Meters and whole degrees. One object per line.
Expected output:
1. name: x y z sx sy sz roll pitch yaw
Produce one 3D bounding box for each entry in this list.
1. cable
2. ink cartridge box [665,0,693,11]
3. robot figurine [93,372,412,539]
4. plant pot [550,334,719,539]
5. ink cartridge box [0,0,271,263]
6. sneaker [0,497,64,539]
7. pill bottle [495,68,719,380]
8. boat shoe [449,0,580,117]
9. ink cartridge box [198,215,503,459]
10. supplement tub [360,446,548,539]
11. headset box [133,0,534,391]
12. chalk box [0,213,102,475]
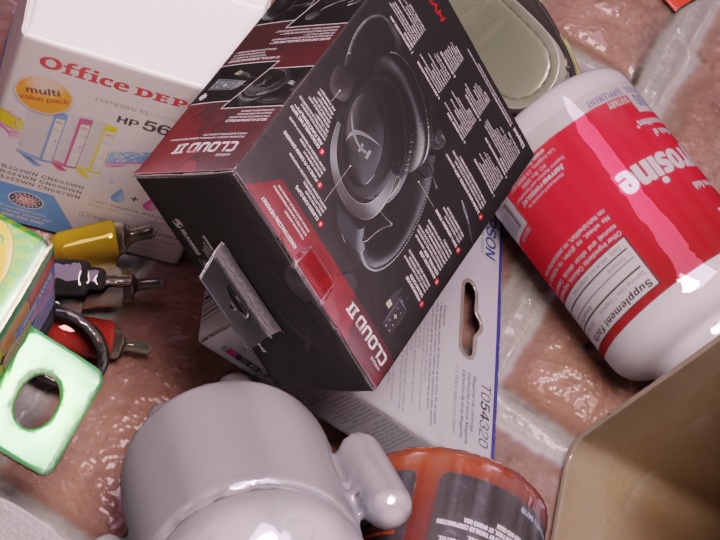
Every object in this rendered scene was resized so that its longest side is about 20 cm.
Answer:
1. cable: -0.208 0.016 1.281 0.198 0.050 0.098 3 81 -3
2. ink cartridge box: 0.255 -0.264 1.591 0.199 0.050 0.109 -31 73 -32
3. robot figurine: -0.058 0.133 1.173 0.169 0.113 0.200 -25 32 2
4. plant pot: 0.219 0.173 1.239 0.176 0.200 0.201 26 54 -17
5. ink cartridge box: -0.128 -0.118 1.278 0.128 0.200 0.126 15 57 -10
6. sneaker: -0.224 0.169 1.160 0.200 0.118 0.074 25 20 -40
7. pill bottle: 0.165 -0.010 1.369 0.112 0.112 0.200 -27 72 -30
8. boat shoe: 0.071 -0.168 1.467 0.072 0.061 0.202 -37 60 13
9. ink cartridge box: 0.000 0.000 1.320 0.200 0.043 0.197 36 43 -34
10. supplement tub: 0.030 0.198 1.199 0.106 0.107 0.201 20 55 -6
11. headset box: -0.013 -0.047 1.189 0.200 0.077 0.149 -54 126 -31
12. chalk box: -0.230 0.029 1.181 0.199 0.124 0.125 27 70 4
